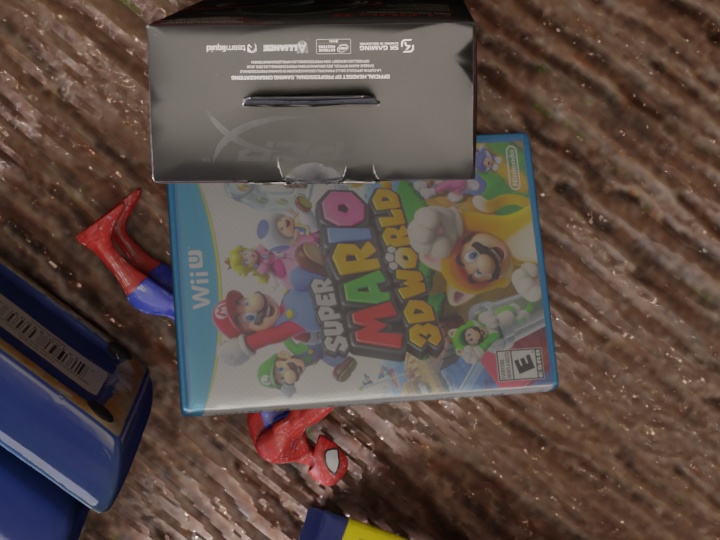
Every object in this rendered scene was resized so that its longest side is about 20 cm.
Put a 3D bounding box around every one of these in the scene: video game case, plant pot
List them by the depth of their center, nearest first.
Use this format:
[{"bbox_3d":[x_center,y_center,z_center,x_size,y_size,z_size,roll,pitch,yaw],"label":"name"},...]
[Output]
[{"bbox_3d":[-0.224,0.096,0.788,0.200,0.200,0.180,38,97,-8],"label":"plant pot"},{"bbox_3d":[0.000,0.000,0.794,0.199,0.018,0.144,-3,77,-9],"label":"video game case"}]

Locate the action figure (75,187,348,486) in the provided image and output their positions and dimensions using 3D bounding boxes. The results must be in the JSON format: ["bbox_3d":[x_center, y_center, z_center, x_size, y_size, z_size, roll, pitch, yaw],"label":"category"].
[{"bbox_3d":[-0.056,0.029,0.828,0.099,0.065,0.200,-35,99,13],"label":"action figure"}]

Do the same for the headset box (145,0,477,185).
[{"bbox_3d":[-0.019,-0.092,0.729,0.148,0.200,0.075,0,104,3],"label":"headset box"}]

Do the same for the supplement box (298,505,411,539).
[{"bbox_3d":[0.049,0.217,0.832,0.199,0.110,0.109,21,81,-3],"label":"supplement box"}]
